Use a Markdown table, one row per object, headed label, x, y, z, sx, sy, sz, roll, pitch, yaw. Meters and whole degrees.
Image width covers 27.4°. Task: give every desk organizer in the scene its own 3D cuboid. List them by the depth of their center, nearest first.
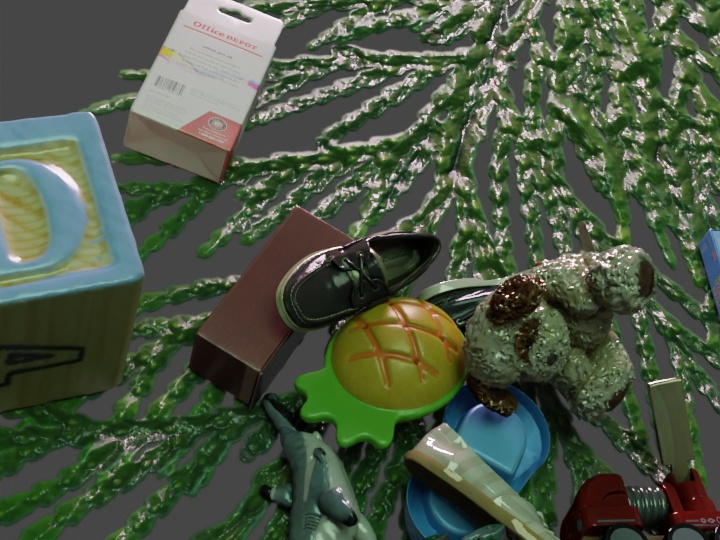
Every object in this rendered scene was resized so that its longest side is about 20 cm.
| label | x | y | z | sx | sy | sz | roll | pitch | yaw |
| --- | --- | --- | --- | --- | --- | --- | --- | --- | --- |
| desk organizer | -0.086 | 0.033 | 1.481 | 0.077 | 0.072 | 0.200 | 30 | 54 | 7 |

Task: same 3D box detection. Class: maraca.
| label | x | y | z | sx | sy | sz | roll | pitch | yaw |
| --- | --- | --- | --- | --- | --- | --- | --- | --- | --- |
| maraca | 0.024 | 0.099 | 1.445 | 0.137 | 0.107 | 0.200 | 31 | 49 | 24 |

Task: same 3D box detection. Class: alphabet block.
| label | x | y | z | sx | sy | sz | roll | pitch | yaw |
| --- | --- | --- | --- | --- | --- | --- | --- | --- | --- |
| alphabet block | -0.323 | -0.001 | 1.352 | 0.195 | 0.200 | 0.196 | -9 | 61 | -22 |

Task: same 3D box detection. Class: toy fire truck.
| label | x | y | z | sx | sy | sz | roll | pitch | yaw |
| --- | --- | --- | --- | --- | --- | --- | --- | --- | --- |
| toy fire truck | 0.283 | 0.220 | 1.450 | 0.175 | 0.129 | 0.201 | 2 | 45 | -15 |

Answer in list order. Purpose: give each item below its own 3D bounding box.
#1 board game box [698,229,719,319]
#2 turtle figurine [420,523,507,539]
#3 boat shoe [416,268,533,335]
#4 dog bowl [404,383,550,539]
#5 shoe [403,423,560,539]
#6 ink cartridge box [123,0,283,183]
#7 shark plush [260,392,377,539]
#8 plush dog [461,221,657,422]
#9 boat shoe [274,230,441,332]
| label | x | y | z | sx | sy | sz | roll | pitch | yaw |
| --- | --- | --- | --- | --- | --- | --- | --- | --- | --- |
| board game box | 0.499 | 0.028 | 1.684 | 0.199 | 0.037 | 0.152 | 2 | 57 | -15 |
| turtle figurine | 0.112 | 0.334 | 1.322 | 0.149 | 0.101 | 0.201 | -17 | 87 | 15 |
| boat shoe | 0.161 | 0.042 | 1.549 | 0.198 | 0.075 | 0.066 | -5 | 61 | -19 |
| dog bowl | 0.110 | 0.201 | 1.443 | 0.111 | 0.050 | 0.200 | 28 | 54 | 3 |
| shoe | 0.131 | 0.218 | 1.363 | 0.200 | 0.070 | 0.053 | 39 | 64 | 12 |
| ink cartridge box | -0.168 | -0.206 | 1.616 | 0.116 | 0.068 | 0.201 | 22 | 55 | -2 |
| shark plush | -0.057 | 0.198 | 1.386 | 0.083 | 0.091 | 0.201 | -26 | 70 | 3 |
| plush dog | 0.172 | 0.051 | 1.433 | 0.171 | 0.201 | 0.160 | -19 | 43 | -32 |
| boat shoe | 0.000 | 0.000 | 1.452 | 0.200 | 0.065 | 0.074 | -31 | 96 | -41 |
